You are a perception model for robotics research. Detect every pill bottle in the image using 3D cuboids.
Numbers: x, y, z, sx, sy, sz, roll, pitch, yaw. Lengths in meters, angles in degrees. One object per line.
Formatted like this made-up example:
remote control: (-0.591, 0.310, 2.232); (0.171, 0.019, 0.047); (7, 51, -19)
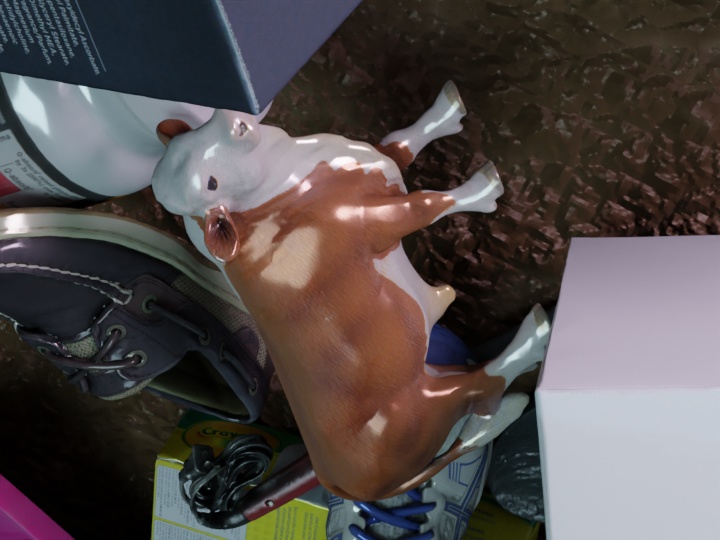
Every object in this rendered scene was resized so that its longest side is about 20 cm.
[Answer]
pill bottle: (-0.139, -0.076, 1.098); (0.200, 0.116, 0.116); (-15, 119, 31)

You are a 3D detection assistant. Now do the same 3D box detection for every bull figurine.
bull figurine: (0.000, 0.000, 1.041); (0.121, 0.065, 0.200); (-23, 125, -2)

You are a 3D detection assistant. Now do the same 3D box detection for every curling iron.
curling iron: (0.006, 0.064, 1.173); (0.200, 0.026, 0.050); (-25, 146, 17)

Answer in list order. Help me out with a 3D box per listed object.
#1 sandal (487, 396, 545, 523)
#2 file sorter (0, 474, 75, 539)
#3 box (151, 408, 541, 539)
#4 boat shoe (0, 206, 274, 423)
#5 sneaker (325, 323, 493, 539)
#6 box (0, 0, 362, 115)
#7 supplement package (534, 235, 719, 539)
sandal: (0.141, 0.082, 1.147); (0.200, 0.048, 0.075); (-7, 122, 27)
file sorter: (-0.181, 0.194, 1.272); (0.139, 0.125, 0.200); (-6, 136, 50)
box: (0.003, 0.142, 1.253); (0.200, 0.048, 0.117); (17, 130, 13)
boat shoe: (-0.098, 0.021, 1.120); (0.072, 0.065, 0.200); (-11, 162, 32)
sneaker: (0.017, 0.119, 1.143); (0.075, 0.088, 0.200); (4, 119, -4)
box: (-0.087, -0.151, 0.961); (0.200, 0.148, 0.107); (12, 137, 36)
supplement package: (0.154, 0.104, 1.049); (0.152, 0.151, 0.200); (-1, 112, 10)
